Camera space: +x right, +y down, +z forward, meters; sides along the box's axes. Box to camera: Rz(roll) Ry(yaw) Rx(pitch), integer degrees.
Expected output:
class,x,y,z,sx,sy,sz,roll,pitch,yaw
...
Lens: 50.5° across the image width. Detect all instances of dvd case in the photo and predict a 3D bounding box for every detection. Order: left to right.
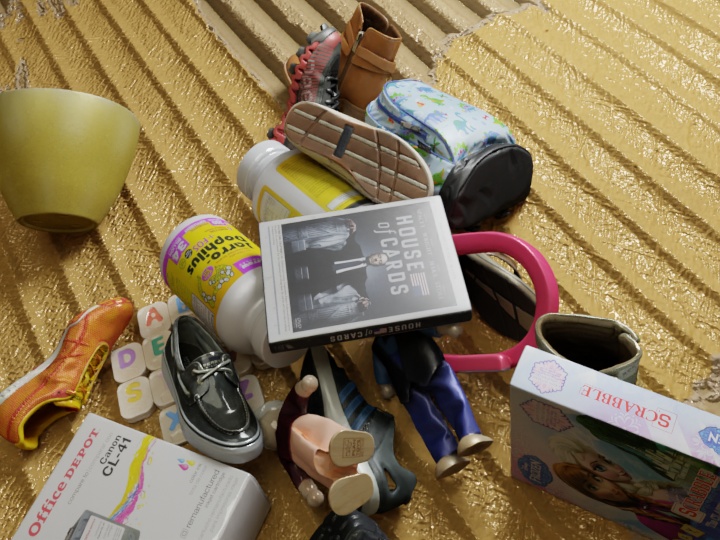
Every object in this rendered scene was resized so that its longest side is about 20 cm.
class,x,y,z,sx,sy,sz,roll,pitch,yaw
dvd case,0.000,0.000,0.770,0.197,0.025,0.152,-9,54,-2

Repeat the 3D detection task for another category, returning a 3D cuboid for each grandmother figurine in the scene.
class,x,y,z,sx,sy,sz,roll,pitch,yaw
grandmother figurine,-0.055,0.161,0.731,0.060,0.199,0.123,11,85,-28

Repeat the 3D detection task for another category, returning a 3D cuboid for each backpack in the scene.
class,x,y,z,sx,sy,sz,roll,pitch,yaw
backpack,0.090,-0.148,0.933,0.162,0.156,0.199,-22,32,-38

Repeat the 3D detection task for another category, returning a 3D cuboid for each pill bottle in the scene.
class,x,y,z,sx,sy,sz,roll,pitch,yaw
pill bottle,-0.135,0.023,0.848,0.104,0.105,0.199,-40,50,-18
pill bottle,-0.061,-0.076,0.925,0.112,0.113,0.200,-39,57,-17

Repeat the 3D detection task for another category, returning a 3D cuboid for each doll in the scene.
class,x,y,z,sx,sy,sz,roll,pitch,yaw
doll,0.061,0.100,0.775,0.048,0.137,0.201,-3,51,-42

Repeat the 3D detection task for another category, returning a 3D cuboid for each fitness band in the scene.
class,x,y,z,sx,sy,sz,roll,pitch,yaw
fitness band,0.111,0.034,0.800,0.198,0.037,0.146,-4,80,37

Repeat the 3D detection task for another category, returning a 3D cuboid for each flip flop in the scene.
class,x,y,z,sx,sy,sz,roll,pitch,yaw
flip flop,0.142,0.002,0.859,0.057,0.082,0.200,-27,47,-26

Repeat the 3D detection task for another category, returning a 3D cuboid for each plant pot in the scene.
class,x,y,z,sx,sy,sz,roll,pitch,yaw
plant pot,-0.393,-0.130,1.001,0.197,0.200,0.144,-4,79,8

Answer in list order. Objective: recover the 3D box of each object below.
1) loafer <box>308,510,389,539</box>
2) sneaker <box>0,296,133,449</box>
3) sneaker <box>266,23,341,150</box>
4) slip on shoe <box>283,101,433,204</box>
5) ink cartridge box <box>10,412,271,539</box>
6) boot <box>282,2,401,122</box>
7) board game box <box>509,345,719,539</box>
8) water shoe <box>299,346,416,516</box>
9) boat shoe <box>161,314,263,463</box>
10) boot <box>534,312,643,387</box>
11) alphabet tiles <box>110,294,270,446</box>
class,x,y,z,sx,sy,sz,roll,pitch,yaw
loafer,-0.048,0.306,0.677,0.201,0.070,0.068,-50,27,-6
sneaker,-0.326,0.118,0.874,0.077,0.073,0.201,33,76,22
sneaker,-0.055,-0.213,0.998,0.097,0.202,0.071,28,21,14
slip on shoe,0.002,-0.129,0.875,0.198,0.060,0.077,29,96,20
ink cartridge box,-0.210,0.246,0.742,0.197,0.086,0.149,15,59,19
boot,-0.027,-0.288,1.034,0.076,0.157,0.200,-15,49,-34
board game box,0.224,0.162,0.644,0.197,0.201,0.041,20,60,24
water shoe,-0.007,0.161,0.785,0.078,0.072,0.201,1,44,-26
boat shoe,-0.160,0.116,0.784,0.071,0.072,0.200,-11,34,-33
boot,0.248,0.120,0.695,0.198,0.155,0.072,24,62,26
alphabet tiles,-0.190,0.099,0.886,0.198,0.015,0.197,-22,53,-4
